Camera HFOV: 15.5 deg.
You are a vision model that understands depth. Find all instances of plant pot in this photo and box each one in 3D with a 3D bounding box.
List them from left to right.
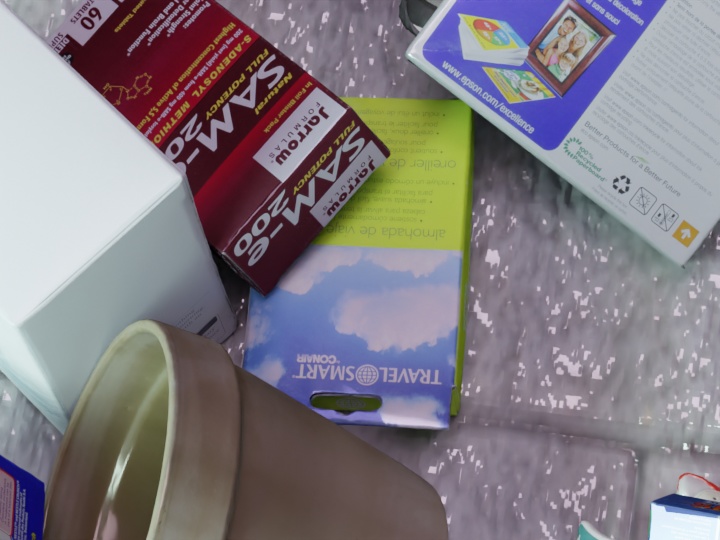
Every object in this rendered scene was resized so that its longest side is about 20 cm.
[{"bbox_3d":[-0.057,0.144,1.339,0.173,0.200,0.201,18,65,-21],"label":"plant pot"}]

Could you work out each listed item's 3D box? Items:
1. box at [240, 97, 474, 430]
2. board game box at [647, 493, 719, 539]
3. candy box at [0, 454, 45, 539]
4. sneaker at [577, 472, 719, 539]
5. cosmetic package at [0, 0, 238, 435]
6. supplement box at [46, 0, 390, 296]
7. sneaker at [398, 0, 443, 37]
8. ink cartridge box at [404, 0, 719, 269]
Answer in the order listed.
[{"bbox_3d":[0.000,0.000,1.472,0.121,0.048,0.201,1,66,7],"label":"box"},{"bbox_3d":[0.231,0.192,1.275,0.199,0.034,0.136,10,98,27],"label":"board game box"},{"bbox_3d":[-0.266,0.190,1.346,0.199,0.077,0.170,-17,55,23],"label":"candy box"},{"bbox_3d":[0.207,0.142,1.377,0.199,0.070,0.094,-17,71,1],"label":"sneaker"},{"bbox_3d":[-0.185,-0.033,1.421,0.123,0.200,0.199,-42,68,-13],"label":"cosmetic package"},{"bbox_3d":[-0.090,-0.088,1.478,0.109,0.061,0.200,-49,56,-3],"label":"supplement box"},{"bbox_3d":[0.121,-0.156,1.504,0.199,0.074,0.080,-3,105,-1],"label":"sneaker"},{"bbox_3d":[0.160,-0.139,1.450,0.198,0.043,0.200,37,95,-6],"label":"ink cartridge box"}]
